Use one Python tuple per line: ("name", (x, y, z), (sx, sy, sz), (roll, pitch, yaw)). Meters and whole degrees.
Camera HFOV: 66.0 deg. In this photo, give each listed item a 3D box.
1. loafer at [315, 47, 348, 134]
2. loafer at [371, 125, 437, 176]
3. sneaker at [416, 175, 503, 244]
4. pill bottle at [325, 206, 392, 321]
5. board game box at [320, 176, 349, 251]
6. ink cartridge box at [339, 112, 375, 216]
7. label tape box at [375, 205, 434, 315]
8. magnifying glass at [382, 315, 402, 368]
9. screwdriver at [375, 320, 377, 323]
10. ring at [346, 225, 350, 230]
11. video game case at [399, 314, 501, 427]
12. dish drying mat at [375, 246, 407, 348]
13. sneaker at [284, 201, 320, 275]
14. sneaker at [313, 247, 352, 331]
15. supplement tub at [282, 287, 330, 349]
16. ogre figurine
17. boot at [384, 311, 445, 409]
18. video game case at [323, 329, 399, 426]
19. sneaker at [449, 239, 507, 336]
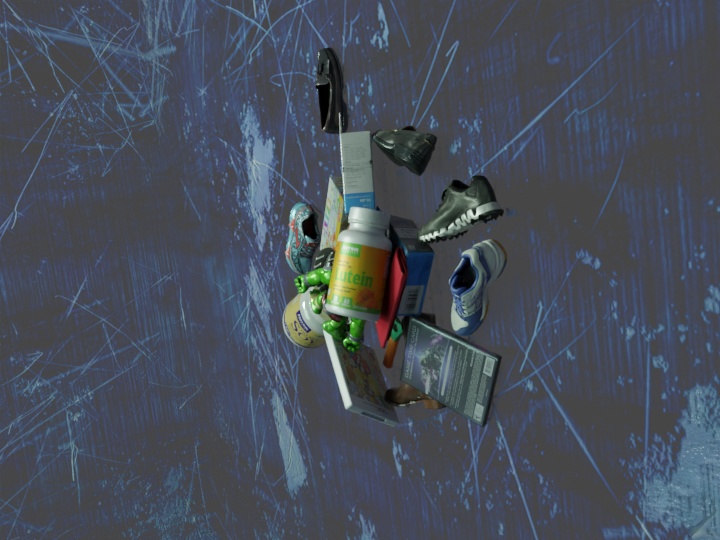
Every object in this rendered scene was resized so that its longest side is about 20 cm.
("loafer", (-0.076, -0.419, 1.291), (0.071, 0.062, 0.206), (-11, 90, 58))
("loafer", (0.086, -0.249, 1.092), (0.073, 0.072, 0.200), (-50, 38, 4))
("sneaker", (0.168, -0.110, 0.989), (0.199, 0.065, 0.093), (-25, 75, 54))
("pill bottle", (0.002, -0.013, 1.073), (0.110, 0.109, 0.206), (9, 89, 57))
("board game box", (-0.057, -0.105, 1.350), (0.135, 0.033, 0.204), (-118, 32, -53))
("ink cartridge box", (-0.007, -0.222, 1.179), (0.116, 0.066, 0.206), (-98, 4, -88))
("label tape box", (0.079, -0.025, 1.143), (0.201, 0.062, 0.147), (-115, 30, -54))
("magnifying glass", (0.080, 0.134, 1.242), (0.080, 0.022, 0.204), (45, 136, 43))
("screwdriver", (0.030, 0.005, 1.134), (0.027, 0.029, 0.206), (-1, 84, 37))
("ring", (0.000, 0.000, 1.229), (0.200, 0.019, 0.206), (168, 91, -80))
("video game case", (0.166, 0.189, 1.062), (0.197, 0.019, 0.147), (24, 117, 36))
("dish drying mat", (0.059, 0.056, 1.077), (0.078, 0.018, 0.203), (-104, 20, -46))
("sneaker", (-0.152, -0.077, 1.505), (0.095, 0.078, 0.206), (27, 121, 50))
("sneaker", (-0.054, 0.046, 1.304), (0.090, 0.076, 0.205), (31, -138, -80))
("supplement tub", (-0.105, 0.107, 1.418), (0.200, 0.142, 0.149), (-40, 66, 56))
("ogre figurine", (-0.049, 0.071, 1.190), (0.120, 0.097, 0.203), (-44, 64, 41))
("boot", (0.103, 0.183, 1.177), (0.184, 0.063, 0.206), (-10, 94, 46))
("video game case", (0.002, 0.235, 1.234), (0.023, 0.181, 0.203), (-36, 48, 18))
("sneaker", (0.184, 0.035, 0.980), (0.075, 0.086, 0.204), (44, 136, 40))
